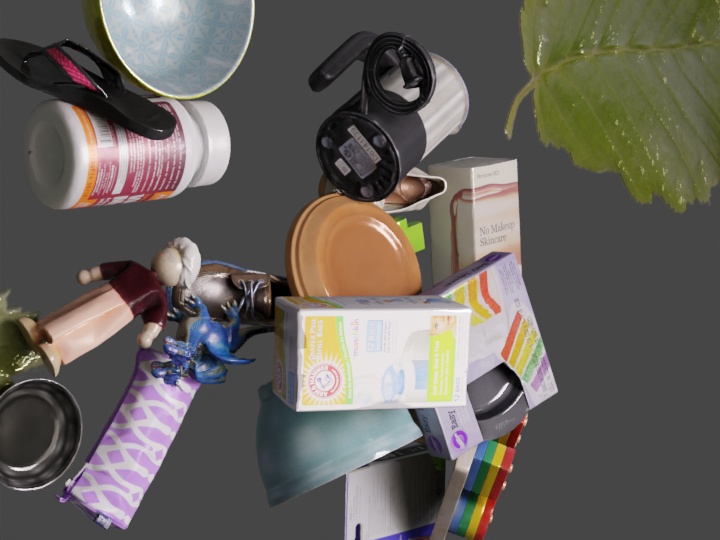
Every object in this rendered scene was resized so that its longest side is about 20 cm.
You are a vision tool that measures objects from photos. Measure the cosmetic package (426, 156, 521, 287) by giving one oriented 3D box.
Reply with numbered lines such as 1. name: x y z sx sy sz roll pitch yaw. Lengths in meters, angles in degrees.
1. cosmetic package: 0.155 -0.047 1.812 0.103 0.087 0.202 -16 106 -42

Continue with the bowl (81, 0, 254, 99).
1. bowl: -0.218 -0.279 1.397 0.199 0.107 0.203 -6 99 -45

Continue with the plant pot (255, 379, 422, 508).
1. plant pot: -0.043 0.176 1.586 0.199 0.200 0.135 -19 82 -42

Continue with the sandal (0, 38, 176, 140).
1. sandal: -0.267 -0.191 1.321 0.045 0.198 0.075 -68 173 30

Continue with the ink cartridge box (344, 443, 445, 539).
1. ink cartridge box: 0.035 0.340 1.766 0.199 0.043 0.201 -4 98 -47

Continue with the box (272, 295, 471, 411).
1. box: 0.010 0.088 1.469 0.198 0.101 0.114 1 97 -18

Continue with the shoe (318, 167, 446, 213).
1. shoe: 0.030 -0.107 1.703 0.199 0.053 0.071 -5 98 -45

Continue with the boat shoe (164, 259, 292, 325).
1. boat shoe: -0.131 0.027 1.543 0.199 0.072 0.073 0 95 -45

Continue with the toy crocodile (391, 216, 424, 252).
1. toy crocodile: 0.013 -0.020 1.699 0.199 0.061 0.068 -28 114 -45

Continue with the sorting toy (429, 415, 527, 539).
1. sorting toy: 0.161 0.246 1.744 0.200 0.069 0.201 102 9 -47

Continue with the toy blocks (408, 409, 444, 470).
1. toy blocks: 0.068 0.138 1.725 0.135 0.100 0.202 18 82 -2

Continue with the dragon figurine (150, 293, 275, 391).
1. dragon figurine: -0.153 0.086 1.449 0.199 0.059 0.100 18 46 -49

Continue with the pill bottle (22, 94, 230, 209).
1. pill bottle: -0.239 -0.126 1.392 0.199 0.109 0.111 -9 101 -43

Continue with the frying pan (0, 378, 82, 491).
1. frying pan: -0.366 0.178 1.356 0.189 0.031 0.116 -21 109 -38

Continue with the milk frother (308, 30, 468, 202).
1. milk frother: 0.059 -0.210 1.604 0.188 0.199 0.182 -46 115 -45

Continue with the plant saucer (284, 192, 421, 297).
1. plant saucer: 0.000 0.000 1.600 0.199 0.037 0.202 16 63 -34

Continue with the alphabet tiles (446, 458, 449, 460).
1. alphabet tiles: 0.151 0.147 1.763 0.196 0.014 0.201 -62 173 -48

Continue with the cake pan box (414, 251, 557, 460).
1. cake pan box: 0.136 0.104 1.618 0.183 0.052 0.202 -26 106 -27

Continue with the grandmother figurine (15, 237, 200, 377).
1. grandmother figurine: -0.248 0.032 1.395 0.199 0.121 0.061 -35 163 -23

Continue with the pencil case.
1. pencil case: -0.247 0.179 1.444 0.085 0.084 0.201 34 68 -19
